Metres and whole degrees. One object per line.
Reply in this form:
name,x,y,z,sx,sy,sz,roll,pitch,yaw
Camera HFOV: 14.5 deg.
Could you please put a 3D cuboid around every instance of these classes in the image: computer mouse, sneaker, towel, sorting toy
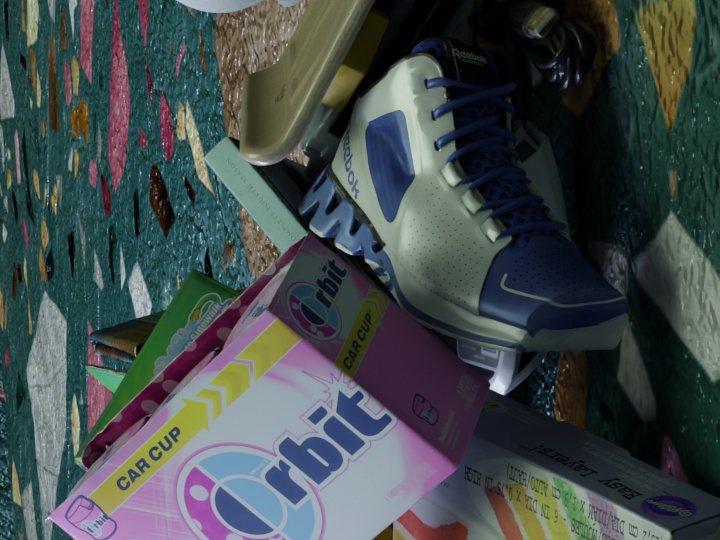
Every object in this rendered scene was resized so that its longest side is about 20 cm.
computer mouse,0.083,-0.036,1.415,0.110,0.044,0.201,-162,76,-68
sneaker,0.047,-0.045,1.335,0.199,0.080,0.116,35,119,46
towel,-0.051,0.021,1.653,0.147,0.199,0.022,-176,71,-74
sorting toy,0.005,-0.151,1.425,0.201,0.036,0.185,-57,11,13

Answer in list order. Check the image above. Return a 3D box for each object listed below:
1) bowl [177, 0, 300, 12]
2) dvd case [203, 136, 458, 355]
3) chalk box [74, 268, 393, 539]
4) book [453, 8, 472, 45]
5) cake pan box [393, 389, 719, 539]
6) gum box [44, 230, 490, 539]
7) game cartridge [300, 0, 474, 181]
bowl,-0.047,-0.223,1.698,0.201,0.090,0.201,-44,17,17
dvd case,0.000,0.000,1.482,0.146,0.022,0.200,50,-169,16
chalk box,-0.057,0.091,1.511,0.199,0.124,0.124,28,171,30
book,0.019,-0.122,1.658,0.200,0.048,0.134,-148,62,-72
cake pan box,0.093,0.169,1.323,0.200,0.052,0.185,25,122,46
gum box,-0.048,0.088,1.325,0.200,0.113,0.066,-43,13,36
game cartridge,0.031,-0.148,1.465,0.200,0.040,0.134,-54,17,45
